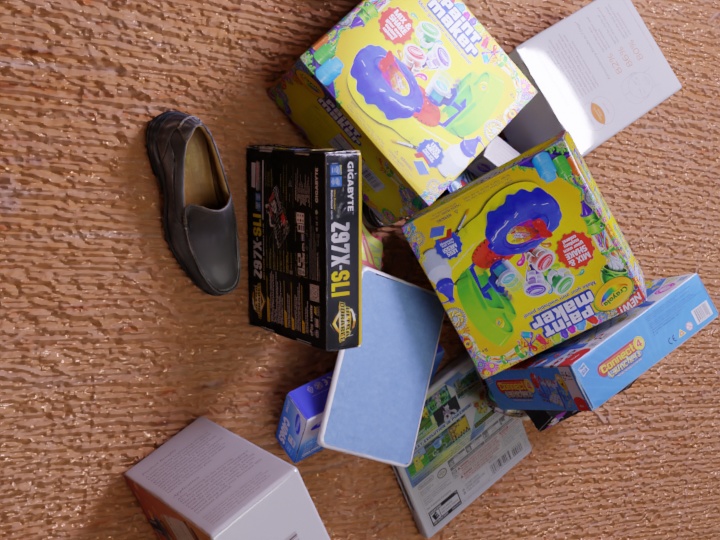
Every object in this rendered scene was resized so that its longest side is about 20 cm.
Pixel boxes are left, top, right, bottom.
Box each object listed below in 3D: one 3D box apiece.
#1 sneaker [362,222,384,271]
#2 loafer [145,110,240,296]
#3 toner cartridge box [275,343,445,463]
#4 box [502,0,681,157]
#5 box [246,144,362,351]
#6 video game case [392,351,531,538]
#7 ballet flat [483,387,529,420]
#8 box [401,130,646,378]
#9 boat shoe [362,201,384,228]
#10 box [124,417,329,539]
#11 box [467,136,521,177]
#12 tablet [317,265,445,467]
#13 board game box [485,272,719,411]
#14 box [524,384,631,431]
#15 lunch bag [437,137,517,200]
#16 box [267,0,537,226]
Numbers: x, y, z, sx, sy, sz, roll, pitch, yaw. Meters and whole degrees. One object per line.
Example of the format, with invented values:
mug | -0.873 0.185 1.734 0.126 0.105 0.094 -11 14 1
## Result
sneaker | 0.000 0.000 1.190 0.090 0.078 0.201 -38 121 -35
loafer | -0.163 -0.063 1.065 0.073 0.072 0.201 -30 114 -29
toner cartridge box | 0.001 0.142 1.203 0.199 0.043 0.095 -24 149 -30
box | 0.269 -0.232 1.293 0.199 0.106 0.153 -33 92 -26
box | -0.061 -0.028 1.090 0.049 0.159 0.202 -6 100 -33
video game case | 0.124 0.215 1.345 0.199 0.022 0.183 -34 115 -26
ballet flat | 0.226 0.158 1.360 0.200 0.072 0.073 -27 113 -46
box | 0.185 -0.020 1.162 0.199 0.122 0.194 -28 95 17
boat shoe | 0.074 -0.128 1.225 0.200 0.065 0.073 -51 123 -17
box | -0.128 0.261 1.055 0.106 0.199 0.153 -35 116 -27
box | 0.217 -0.090 1.269 0.199 0.039 0.042 34 58 -19
tablet | 0.026 0.108 1.153 0.129 0.014 0.202 20 78 -32
board game box | 0.266 0.084 1.183 0.199 0.196 0.056 -32 96 -23
box | 0.256 0.114 1.342 0.199 0.143 0.036 -14 149 -42
lunch bag | 0.179 -0.066 1.307 0.150 0.094 0.201 -35 104 -31
box | 0.045 -0.193 1.126 0.200 0.122 0.193 47 69 -9
